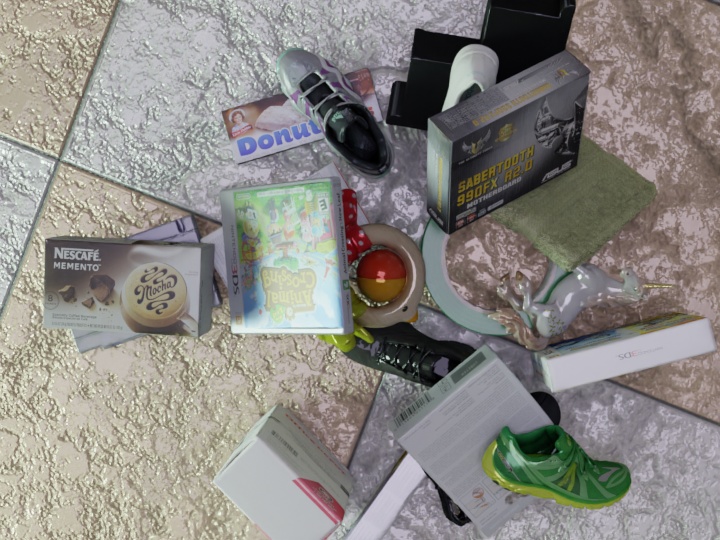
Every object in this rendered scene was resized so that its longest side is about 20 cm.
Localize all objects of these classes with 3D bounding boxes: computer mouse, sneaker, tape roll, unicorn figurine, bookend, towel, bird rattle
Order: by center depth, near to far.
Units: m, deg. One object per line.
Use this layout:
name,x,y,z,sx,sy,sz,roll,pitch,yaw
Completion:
sneaker,0.122,-0.163,1.465,0.075,0.089,0.201,6,129,4
bookend,0.143,-0.268,1.495,0.199,0.092,0.200,9,129,1
sneaker,0.249,0.236,1.497,0.199,0.074,0.084,12,111,-18
sneaker,-0.028,-0.198,1.500,0.078,0.140,0.200,-44,93,3
towel,0.264,-0.088,1.518,0.148,0.037,0.200,38,56,20
unicorn figurine,0.265,0.022,1.522,0.200,0.074,0.137,-41,96,16
bird rattle,0.000,0.000,1.528,0.162,0.113,0.202,1,84,-14
sneaker,0.067,0.107,1.560,0.199,0.091,0.076,13,97,2
computer mouse,0.183,0.250,1.572,0.199,0.046,0.141,-23,107,-10
tape roll,0.176,-0.018,1.574,0.199,0.048,0.202,0,92,2

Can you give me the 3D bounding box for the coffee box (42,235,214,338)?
coffee box,-0.288,0.018,1.532,0.198,0.080,0.114,4,95,5

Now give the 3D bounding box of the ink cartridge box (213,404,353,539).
ink cartridge box,-0.090,0.257,1.514,0.085,0.200,0.146,-45,91,8

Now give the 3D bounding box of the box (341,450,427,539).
box,0.048,0.284,1.592,0.041,0.039,0.201,34,92,0

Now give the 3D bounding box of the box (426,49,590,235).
box,0.170,-0.148,1.426,0.199,0.159,0.048,-28,56,-19

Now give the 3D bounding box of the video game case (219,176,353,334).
video game case,-0.093,-0.014,1.481,0.199,0.022,0.183,-2,94,43

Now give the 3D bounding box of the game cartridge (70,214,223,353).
game cartridge,-0.290,0.020,1.594,0.199,0.038,0.130,-18,96,2

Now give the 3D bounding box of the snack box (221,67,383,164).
snack box,-0.074,-0.199,1.584,0.199,0.024,0.072,-16,93,1

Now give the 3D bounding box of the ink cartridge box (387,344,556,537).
ink cartridge box,0.155,0.213,1.530,0.162,0.057,0.200,-40,119,3

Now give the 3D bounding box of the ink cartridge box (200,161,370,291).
ink cartridge box,-0.093,-0.044,1.579,0.199,0.050,0.109,-31,91,1

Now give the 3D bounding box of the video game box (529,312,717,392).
video game box,0.315,0.098,1.508,0.199,0.182,0.047,-15,92,1
